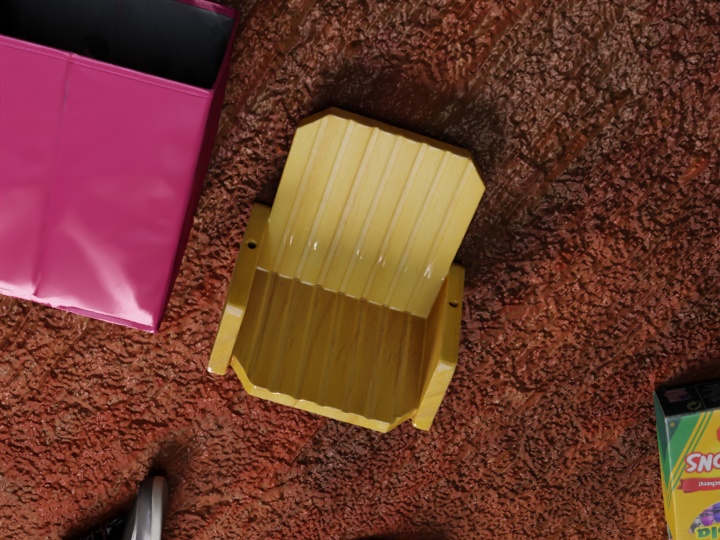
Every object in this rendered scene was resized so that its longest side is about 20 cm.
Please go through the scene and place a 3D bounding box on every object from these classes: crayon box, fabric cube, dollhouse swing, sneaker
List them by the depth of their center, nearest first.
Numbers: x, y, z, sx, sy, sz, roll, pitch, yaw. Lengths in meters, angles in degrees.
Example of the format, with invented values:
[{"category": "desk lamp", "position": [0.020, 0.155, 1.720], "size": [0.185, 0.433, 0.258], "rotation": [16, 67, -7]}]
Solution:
[{"category": "fabric cube", "position": [-0.215, -0.105, 0.833], "size": [0.199, 0.197, 0.200], "rotation": [14, 119, -8]}, {"category": "dollhouse swing", "position": [0.000, 0.000, 0.912], "size": [0.199, 0.182, 0.176], "rotation": [17, 137, -8]}, {"category": "crayon box", "position": [0.365, 0.201, 1.076], "size": [0.126, 0.051, 0.201], "rotation": [-11, 118, 6]}, {"category": "sneaker", "position": [-0.260, 0.285, 1.106], "size": [0.106, 0.075, 0.201], "rotation": [14, 118, -10]}]
